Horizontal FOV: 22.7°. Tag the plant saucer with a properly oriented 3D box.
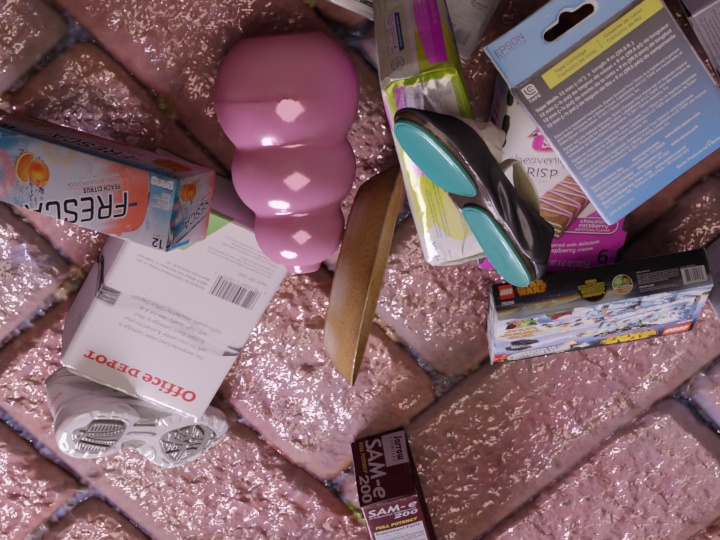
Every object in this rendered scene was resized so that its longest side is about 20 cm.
[{"bbox_3d":[0.000,0.000,1.568,0.035,0.201,0.202,13,119,3],"label":"plant saucer"}]

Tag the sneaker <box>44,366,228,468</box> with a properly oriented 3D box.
[{"bbox_3d":[-0.208,0.122,1.678,0.199,0.100,0.078,16,124,-45],"label":"sneaker"}]

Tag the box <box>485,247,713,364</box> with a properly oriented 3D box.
[{"bbox_3d":[0.216,0.035,1.658,0.198,0.040,0.137,-9,160,-2],"label":"box"}]

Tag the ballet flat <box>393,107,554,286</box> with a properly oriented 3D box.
[{"bbox_3d":[0.096,-0.074,1.422,0.073,0.073,0.200,-32,123,12],"label":"ballet flat"}]

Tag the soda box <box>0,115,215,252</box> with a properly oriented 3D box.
[{"bbox_3d":[-0.223,-0.074,1.503,0.198,0.068,0.064,16,106,23],"label":"soda box"}]

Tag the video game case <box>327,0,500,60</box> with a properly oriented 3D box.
[{"bbox_3d":[0.074,-0.289,1.505,0.142,0.018,0.201,21,116,-18],"label":"video game case"}]

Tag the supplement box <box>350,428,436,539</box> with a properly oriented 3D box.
[{"bbox_3d":[0.046,0.271,1.778,0.060,0.109,0.201,-15,120,2],"label":"supplement box"}]

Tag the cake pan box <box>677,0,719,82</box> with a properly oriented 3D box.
[{"bbox_3d":[0.381,-0.219,1.538,0.183,0.053,0.200,-33,135,10],"label":"cake pan box"}]

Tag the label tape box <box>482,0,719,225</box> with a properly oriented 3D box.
[{"bbox_3d":[0.208,-0.159,1.504,0.143,0.066,0.200,-35,114,10],"label":"label tape box"}]

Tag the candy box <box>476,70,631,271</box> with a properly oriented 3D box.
[{"bbox_3d":[0.180,-0.098,1.605,0.135,0.061,0.202,2,119,-9],"label":"candy box"}]

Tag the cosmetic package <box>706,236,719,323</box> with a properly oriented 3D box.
[{"bbox_3d":[0.433,0.035,1.635,0.167,0.201,0.166,39,109,-24],"label":"cosmetic package"}]

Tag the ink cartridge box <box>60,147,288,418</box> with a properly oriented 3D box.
[{"bbox_3d":[-0.164,0.014,1.614,0.145,0.085,0.201,24,115,-19],"label":"ink cartridge box"}]

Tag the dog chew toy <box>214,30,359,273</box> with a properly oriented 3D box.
[{"bbox_3d":[-0.057,-0.098,1.517,0.123,0.125,0.202,-6,100,-3],"label":"dog chew toy"}]

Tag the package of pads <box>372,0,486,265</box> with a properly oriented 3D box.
[{"bbox_3d":[0.062,-0.123,1.507,0.068,0.155,0.201,-12,129,5],"label":"package of pads"}]
